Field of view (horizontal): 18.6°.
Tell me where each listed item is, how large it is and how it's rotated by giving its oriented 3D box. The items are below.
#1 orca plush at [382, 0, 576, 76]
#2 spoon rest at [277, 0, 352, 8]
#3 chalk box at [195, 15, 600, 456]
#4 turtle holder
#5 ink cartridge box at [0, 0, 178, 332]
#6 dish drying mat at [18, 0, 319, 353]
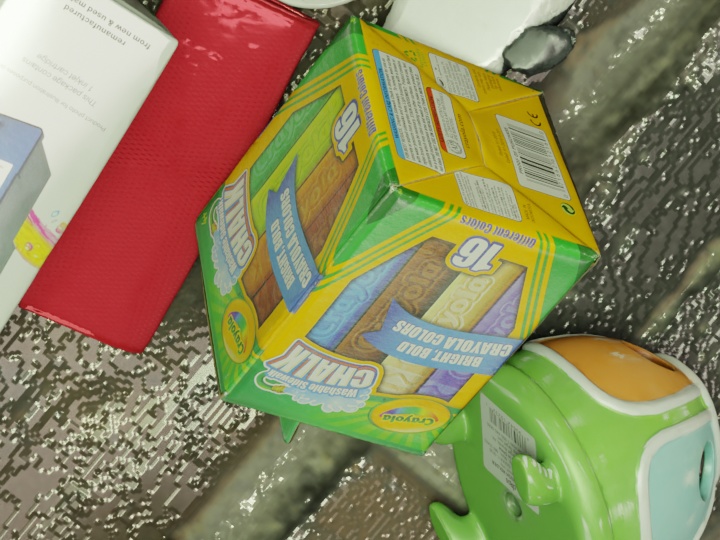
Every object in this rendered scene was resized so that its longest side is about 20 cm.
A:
[{"bbox_3d":[0.077,-0.163,1.120,0.105,0.071,0.201,25,92,7],"label":"orca plush"},{"bbox_3d":[-0.067,-0.199,1.081,0.199,0.061,0.100,22,98,-14],"label":"spoon rest"},{"bbox_3d":[0.000,0.000,1.077,0.123,0.125,0.200,18,128,-31],"label":"chalk box"},{"bbox_3d":[0.124,0.122,1.153,0.131,0.141,0.186,-23,97,-23],"label":"turtle holder"},{"bbox_3d":[-0.180,-0.056,1.046,0.087,0.145,0.200,33,94,-17],"label":"ink cartridge box"},{"bbox_3d":[-0.100,-0.055,1.113,0.077,0.018,0.201,25,106,-15],"label":"dish drying mat"}]
